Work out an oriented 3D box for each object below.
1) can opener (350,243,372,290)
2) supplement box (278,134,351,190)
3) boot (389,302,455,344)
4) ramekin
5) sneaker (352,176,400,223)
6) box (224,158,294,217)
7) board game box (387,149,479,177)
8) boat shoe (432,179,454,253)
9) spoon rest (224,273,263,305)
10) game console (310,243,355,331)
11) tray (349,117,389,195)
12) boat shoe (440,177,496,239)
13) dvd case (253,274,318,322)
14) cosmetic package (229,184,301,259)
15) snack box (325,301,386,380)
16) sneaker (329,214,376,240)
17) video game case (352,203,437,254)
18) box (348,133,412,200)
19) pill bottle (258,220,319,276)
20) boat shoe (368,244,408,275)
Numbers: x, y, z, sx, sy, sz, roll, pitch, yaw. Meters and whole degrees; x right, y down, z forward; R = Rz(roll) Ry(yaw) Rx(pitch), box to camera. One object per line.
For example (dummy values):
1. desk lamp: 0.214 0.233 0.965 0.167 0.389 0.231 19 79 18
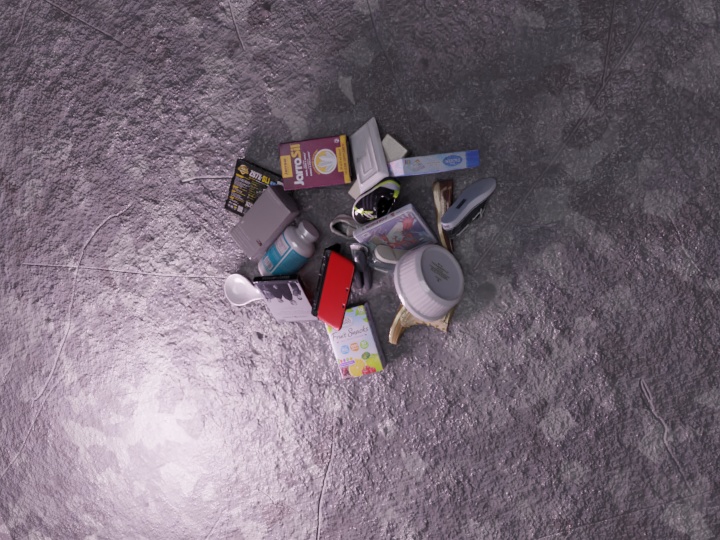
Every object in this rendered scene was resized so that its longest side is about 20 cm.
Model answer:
1. can opener: 0.000 0.000 1.629 0.052 0.068 0.203 11 145 14
2. supplement box: -0.124 -0.306 1.630 0.192 0.103 0.136 -7 99 4
3. boot: 0.179 0.148 1.655 0.152 0.073 0.205 27 101 10
4. ramekin: 0.192 0.025 1.541 0.205 0.201 0.094 55 138 1
5. sneaker: 0.037 -0.172 1.541 0.070 0.085 0.199 21 142 -23
6. box: -0.307 -0.228 1.752 0.195 0.049 0.164 23 104 12
7. board game box: 0.181 -0.272 1.476 0.192 0.200 0.045 -7 98 -6
8. boat shoe: 0.246 -0.146 1.582 0.069 0.072 0.208 -8 96 14
9. spoon rest: -0.345 0.063 1.811 0.193 0.061 0.103 3 101 16
10. game console: -0.064 0.044 1.660 0.115 0.172 0.207 17 104 12
11. tray: 0.016 -0.318 1.585 0.106 0.022 0.206 -31 59 35
12. boat shoe: 0.297 -0.164 1.539 0.073 0.200 0.069 21 152 49
13. dvd case: -0.220 0.087 1.731 0.145 0.025 0.203 -3 139 17
14. cosmetic package: -0.278 -0.143 1.688 0.107 0.090 0.200 46 112 8
15. snack box: -0.017 0.214 1.738 0.138 0.053 0.207 -16 95 18
16. sneaker: 0.001 -0.110 1.653 0.193 0.092 0.079 9 104 16
17. video game case: 0.099 -0.092 1.582 0.178 0.200 0.024 -24 57 19
18. box: 0.056 -0.277 1.617 0.082 0.068 0.202 40 109 7
19. pill bottle: -0.210 -0.054 1.720 0.111 0.111 0.200 46 110 4
20. boat shoe: 0.106 -0.015 1.612 0.062 0.195 0.074 -46 42 34
